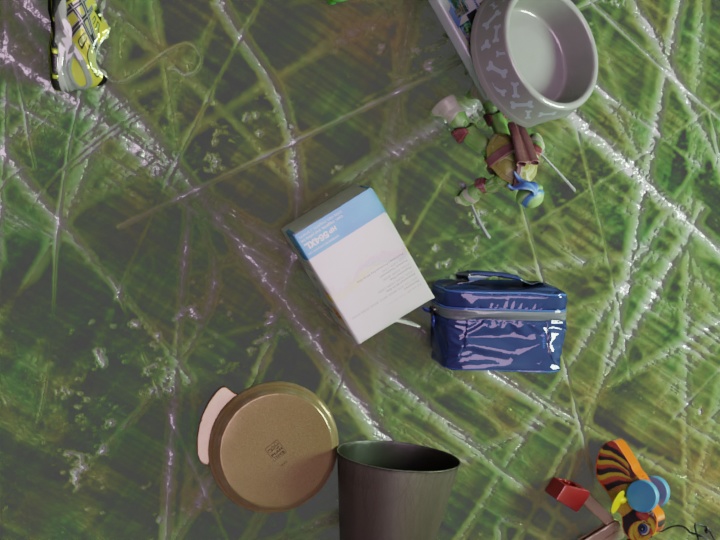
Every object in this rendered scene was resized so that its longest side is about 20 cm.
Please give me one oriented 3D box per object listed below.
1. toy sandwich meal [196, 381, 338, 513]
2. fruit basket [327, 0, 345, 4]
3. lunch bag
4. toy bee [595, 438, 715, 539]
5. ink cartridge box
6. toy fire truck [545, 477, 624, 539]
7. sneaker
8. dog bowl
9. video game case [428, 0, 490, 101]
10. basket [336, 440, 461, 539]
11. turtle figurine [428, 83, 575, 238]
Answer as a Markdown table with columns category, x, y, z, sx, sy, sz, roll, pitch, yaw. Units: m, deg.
| category | x | y | z | sx | sy | sz | roll | pitch | yaw |
| --- | --- | --- | --- | --- | --- | --- | --- | --- | --- |
| toy sandwich meal | -0.131 | 0.242 | 1.708 | 0.204 | 0.070 | 0.206 | -2 | 96 | -16 |
| fruit basket | -0.053 | -0.464 | 1.617 | 0.215 | 0.156 | 0.217 | 1 | 79 | -7 |
| lunch bag | 0.184 | 0.067 | 1.716 | 0.199 | 0.136 | 0.133 | 2 | 95 | -11 |
| toy bee | 0.403 | 0.351 | 1.792 | 0.131 | 0.200 | 0.109 | 22 | 116 | -40 |
| ink cartridge box | 0.000 | 0.000 | 1.675 | 0.125 | 0.129 | 0.200 | -31 | 100 | -6 |
| toy fire truck | 0.347 | 0.411 | 1.831 | 0.200 | 0.049 | 0.141 | 29 | 88 | -14 |
| sneaker | -0.367 | -0.335 | 1.600 | 0.076 | 0.075 | 0.201 | -1 | 106 | -19 |
| dog bowl | 0.243 | -0.295 | 1.665 | 0.199 | 0.059 | 0.201 | 10 | 72 | -34 |
| video game case | 0.183 | -0.362 | 1.692 | 0.182 | 0.022 | 0.200 | -38 | 104 | -33 |
| basket | 0.039 | 0.355 | 1.722 | 0.180 | 0.136 | 0.201 | 6 | 98 | -17 |
| turtle figurine | 0.185 | -0.158 | 1.726 | 0.144 | 0.200 | 0.194 | -33 | 81 | 16 |
